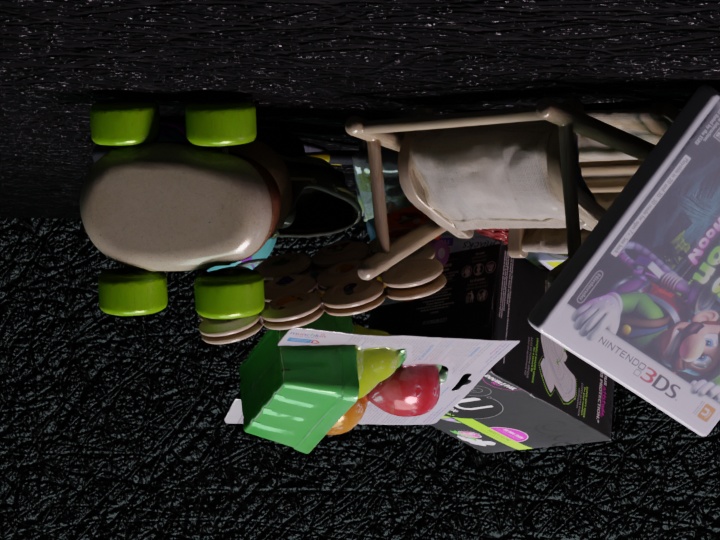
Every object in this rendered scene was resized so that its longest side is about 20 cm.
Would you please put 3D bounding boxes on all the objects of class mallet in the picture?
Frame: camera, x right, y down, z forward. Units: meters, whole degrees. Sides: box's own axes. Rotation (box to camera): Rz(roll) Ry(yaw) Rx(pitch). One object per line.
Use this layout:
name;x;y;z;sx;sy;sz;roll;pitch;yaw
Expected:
mallet;-0.048;-0.107;1.908;0.066;0.041;0.200;2;-177;28

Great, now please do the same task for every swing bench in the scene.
swing bench;0.129;-0.063;1.500;0.199;0.130;0.200;0;-174;44

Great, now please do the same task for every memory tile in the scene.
memory tile;-0.035;0.009;1.626;0.200;0.017;0.153;-13;-160;-1

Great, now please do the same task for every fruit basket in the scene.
fruit basket;0.005;0.085;1.676;0.200;0.094;0.185;-3;155;-23

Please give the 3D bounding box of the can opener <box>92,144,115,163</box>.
can opener;-0.217;-0.098;1.921;0.053;0.066;0.200;-44;-168;-22

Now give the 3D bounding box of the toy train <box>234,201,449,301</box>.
toy train;0.000;0.000;1.735;0.200;0.056;0.150;-20;-160;-18

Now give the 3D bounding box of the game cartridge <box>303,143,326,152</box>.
game cartridge;-0.100;-0.106;2.012;0.133;0.041;0.200;5;180;8

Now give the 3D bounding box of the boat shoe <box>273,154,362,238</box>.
boat shoe;-0.075;-0.063;1.768;0.060;0.072;0.202;44;-153;28

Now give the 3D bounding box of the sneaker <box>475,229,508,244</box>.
sneaker;0.157;-0.073;1.702;0.200;0.082;0.078;-5;151;34

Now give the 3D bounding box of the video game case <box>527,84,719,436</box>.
video game case;0.238;-0.002;1.394;0.182;0.200;0.023;32;-172;-32

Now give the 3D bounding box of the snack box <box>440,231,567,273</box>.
snack box;0.141;-0.004;1.864;0.200;0.053;0.142;-1;159;17

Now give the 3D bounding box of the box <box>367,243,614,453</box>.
box;0.121;0.076;1.831;0.148;0.124;0.200;-10;152;37

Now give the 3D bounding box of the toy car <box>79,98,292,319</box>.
toy car;-0.120;-0.062;1.625;0.158;0.165;0.200;2;-169;17

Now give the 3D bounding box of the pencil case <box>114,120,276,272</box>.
pencil case;-0.147;-0.061;1.814;0.085;0.092;0.200;42;179;31

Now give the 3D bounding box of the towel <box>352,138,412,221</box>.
towel;0.092;-0.074;1.828;0.200;0.048;0.171;3;163;4
